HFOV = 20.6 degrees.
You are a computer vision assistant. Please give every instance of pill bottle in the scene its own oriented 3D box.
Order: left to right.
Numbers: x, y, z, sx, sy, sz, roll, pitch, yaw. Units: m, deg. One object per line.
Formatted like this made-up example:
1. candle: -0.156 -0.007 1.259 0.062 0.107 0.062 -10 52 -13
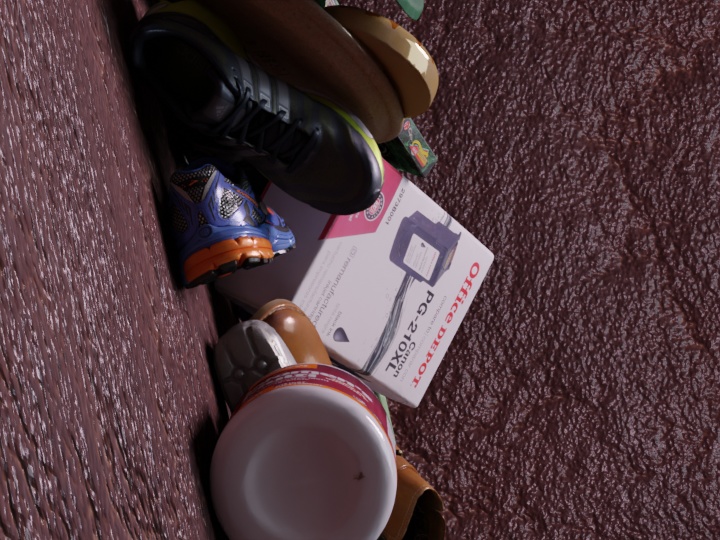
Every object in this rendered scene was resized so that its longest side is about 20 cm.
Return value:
1. pill bottle: -0.032 0.115 1.219 0.200 0.109 0.110 -91 167 -87

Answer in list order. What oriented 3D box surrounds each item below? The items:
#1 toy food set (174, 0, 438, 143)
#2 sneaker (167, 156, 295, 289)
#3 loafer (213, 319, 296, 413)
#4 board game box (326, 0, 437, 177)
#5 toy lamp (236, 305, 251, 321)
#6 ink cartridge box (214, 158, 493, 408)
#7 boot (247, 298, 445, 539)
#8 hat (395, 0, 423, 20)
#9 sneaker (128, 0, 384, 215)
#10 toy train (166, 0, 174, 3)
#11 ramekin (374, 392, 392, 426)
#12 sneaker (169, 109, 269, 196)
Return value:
1. toy food set: -0.047 -0.158 1.338 0.198 0.049 0.200 39 -15 -8
2. sneaker: -0.089 -0.039 1.321 0.200 0.075 0.079 -121 -166 -87
3. loafer: -0.047 0.130 1.357 0.070 0.069 0.201 -42 117 -82
4. board game box: -0.024 -0.146 1.451 0.104 0.024 0.200 19 -23 38
5. toy lamp: -0.065 0.070 1.594 0.058 0.058 0.201 75 0 -49
6. ink cartridge box: 0.000 0.000 1.541 0.084 0.145 0.200 23 -9 39
7. boot: -0.012 0.124 1.415 0.155 0.076 0.201 36 -32 42
8. hat: -0.070 -0.225 1.322 0.201 0.175 0.166 -98 162 -46
9. sneaker: -0.074 -0.099 1.286 0.199 0.074 0.081 34 19 4
10. toy train: -0.138 -0.183 1.557 0.056 0.041 0.201 -126 -160 -63
11. ramekin: -0.034 0.094 1.900 0.200 0.097 0.201 -14 90 -89
12. sneaker: -0.100 -0.098 1.489 0.200 0.076 0.115 70 7 -52
